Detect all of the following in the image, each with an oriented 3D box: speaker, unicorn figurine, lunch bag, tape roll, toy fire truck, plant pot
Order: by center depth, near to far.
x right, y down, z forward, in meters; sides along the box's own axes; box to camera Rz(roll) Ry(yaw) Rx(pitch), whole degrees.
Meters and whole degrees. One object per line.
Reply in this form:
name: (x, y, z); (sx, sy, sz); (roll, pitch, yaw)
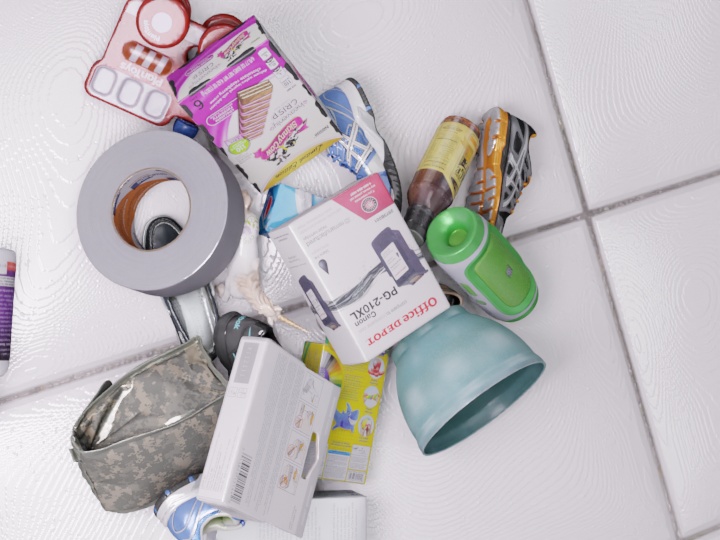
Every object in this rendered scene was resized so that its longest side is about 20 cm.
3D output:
lunch bag: (-0.254, 0.197, 1.563); (0.200, 0.164, 0.118); (-28, 58, -17)
tape roll: (-0.247, -0.069, 1.587); (0.200, 0.066, 0.200); (-3, 80, 15)
unicorn figurine: (-0.144, -0.006, 1.628); (0.074, 0.137, 0.200); (-17, 94, -18)
toy fire truck: (-0.232, -0.259, 1.638); (0.200, 0.112, 0.168); (24, 105, -14)
plant pot: (0.125, 0.131, 1.694); (0.200, 0.200, 0.134); (-31, 71, -16)
speaker: (0.165, -0.005, 1.706); (0.200, 0.088, 0.088); (42, 74, -48)

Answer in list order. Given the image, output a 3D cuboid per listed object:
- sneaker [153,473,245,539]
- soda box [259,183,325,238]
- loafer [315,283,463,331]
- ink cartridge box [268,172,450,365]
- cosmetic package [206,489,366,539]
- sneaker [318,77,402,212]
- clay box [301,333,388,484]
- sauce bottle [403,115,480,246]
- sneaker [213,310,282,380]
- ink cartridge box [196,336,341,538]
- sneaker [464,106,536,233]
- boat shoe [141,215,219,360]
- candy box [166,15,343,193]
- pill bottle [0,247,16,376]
sneaker: (-0.150, 0.273, 1.575); (0.200, 0.076, 0.077); (-29, 66, -21)
soda box: (-0.032, -0.051, 1.704); (0.200, 0.064, 0.068); (19, 83, -16)
loafer: (0.041, 0.047, 1.722); (0.200, 0.063, 0.072); (-7, 90, -17)
ink cartridge box: (0.000, 0.000, 1.627); (0.145, 0.084, 0.200); (-32, 97, -23)
cosmetic package: (-0.096, 0.341, 1.665); (0.200, 0.071, 0.102); (2, 87, -17)
sneaker: (-0.003, -0.154, 1.715); (0.077, 0.076, 0.200); (-24, 82, -8)
clay box: (-0.031, 0.174, 1.687); (0.115, 0.048, 0.200); (16, 82, -39)
sauce bottle: (0.102, -0.118, 1.718); (0.066, 0.066, 0.200); (33, 61, -13)
sneaker: (-0.126, 0.147, 1.633); (0.075, 0.079, 0.200); (-44, 125, -45)
ink cartridge box: (-0.106, 0.203, 1.536); (0.176, 0.045, 0.200); (41, 58, -52)
sneaker: (0.199, -0.123, 1.773); (0.077, 0.078, 0.200); (12, 86, -26)
boat shoe: (-0.222, 0.022, 1.643); (0.076, 0.060, 0.200); (-25, 95, -17)
candy box: (-0.129, -0.203, 1.605); (0.136, 0.061, 0.200); (-34, 138, 7)
pill bottle: (-0.475, 0.071, 1.536); (0.111, 0.111, 0.200); (4, 87, -17)
